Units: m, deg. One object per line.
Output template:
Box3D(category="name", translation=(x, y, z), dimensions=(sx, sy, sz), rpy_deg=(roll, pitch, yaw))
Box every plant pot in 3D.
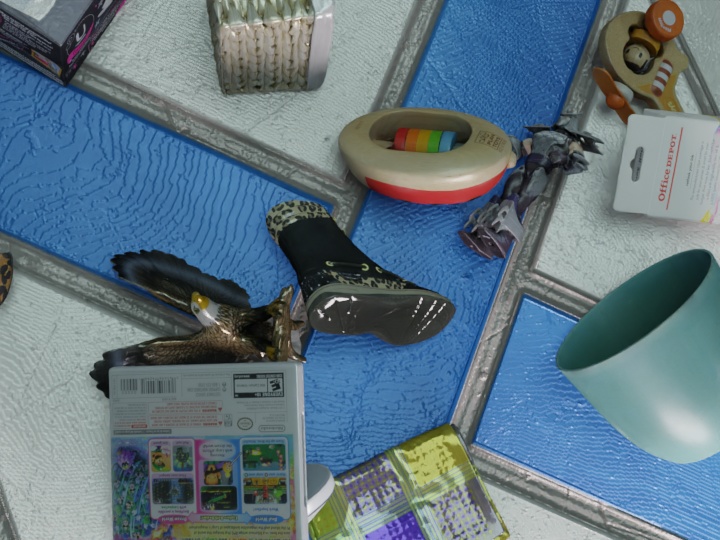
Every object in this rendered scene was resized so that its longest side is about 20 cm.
Box3D(category="plant pot", translation=(0.333, 0.103, 1.291), dimensions=(0.200, 0.200, 0.162), rpy_deg=(-41, 99, -18))

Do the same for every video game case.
Box3D(category="video game case", translation=(-0.148, 0.183, 1.175), dimensions=(0.197, 0.024, 0.185), rpy_deg=(-3, 88, 13))

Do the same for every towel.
Box3D(category="towel", translation=(0.046, 0.259, 1.276), dimensions=(0.197, 0.023, 0.145), rpy_deg=(-21, 81, -16))

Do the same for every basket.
Box3D(category="basket", translation=(-0.101, -0.284, 1.296), dimensions=(0.121, 0.200, 0.138), rpy_deg=(-8, 77, -8))

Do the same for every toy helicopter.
Box3D(category="toy helicopter", translation=(0.344, -0.207, 1.432), dimensions=(0.131, 0.079, 0.202), rpy_deg=(-33, 96, -24))

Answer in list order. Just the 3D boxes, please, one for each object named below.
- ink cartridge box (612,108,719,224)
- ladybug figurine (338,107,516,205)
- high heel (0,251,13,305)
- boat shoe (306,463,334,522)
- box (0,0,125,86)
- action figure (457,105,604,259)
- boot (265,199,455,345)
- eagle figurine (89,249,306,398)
Box3D(category="ink cartridge box", translation=(0.380, -0.119, 1.394), dimensions=(0.197, 0.067, 0.119), rpy_deg=(5, 105, -11))
Box3D(category="ladybug figurine", translation=(0.072, -0.121, 1.328), dimensions=(0.197, 0.073, 0.136), rpy_deg=(9, 39, 19))
Box3D(category="high heel", translation=(-0.453, -0.011, 1.214), dimensions=(0.200, 0.071, 0.143), rpy_deg=(42, 77, -16))
Box3D(category="boat shoe", translation=(-0.105, 0.272, 1.223), dimensions=(0.199, 0.074, 0.066), rpy_deg=(-33, 121, -9))
Box3D(category="box", translation=(-0.319, -0.329, 1.305), dimensions=(0.131, 0.115, 0.202), rpy_deg=(31, 72, -2))
Box3D(category="action figure", translation=(0.190, -0.106, 1.353), dimensions=(0.069, 0.130, 0.201), rpy_deg=(42, 74, -27))
Box3D(category="boot", translation=(0.000, -0.001, 1.299), dimensions=(0.202, 0.074, 0.155), rpy_deg=(8, 39, -42))
Box3D(category="eagle figurine", translation=(-0.161, 0.058, 1.249), dimensions=(0.197, 0.153, 0.152), rpy_deg=(0, 29, 18))
